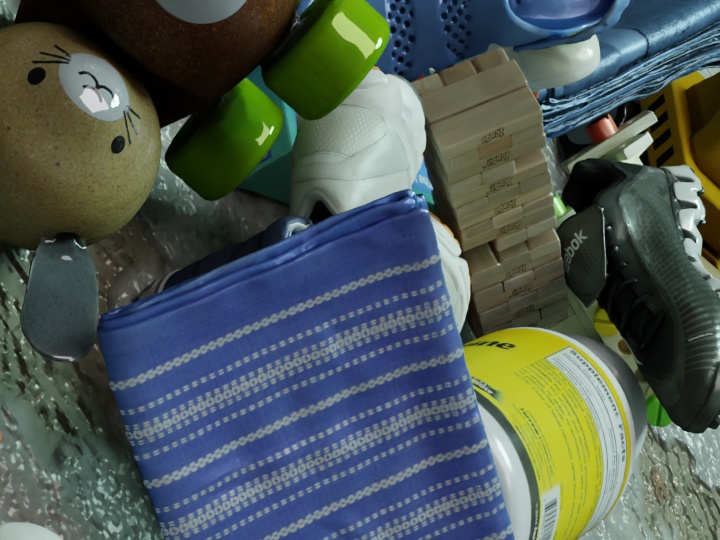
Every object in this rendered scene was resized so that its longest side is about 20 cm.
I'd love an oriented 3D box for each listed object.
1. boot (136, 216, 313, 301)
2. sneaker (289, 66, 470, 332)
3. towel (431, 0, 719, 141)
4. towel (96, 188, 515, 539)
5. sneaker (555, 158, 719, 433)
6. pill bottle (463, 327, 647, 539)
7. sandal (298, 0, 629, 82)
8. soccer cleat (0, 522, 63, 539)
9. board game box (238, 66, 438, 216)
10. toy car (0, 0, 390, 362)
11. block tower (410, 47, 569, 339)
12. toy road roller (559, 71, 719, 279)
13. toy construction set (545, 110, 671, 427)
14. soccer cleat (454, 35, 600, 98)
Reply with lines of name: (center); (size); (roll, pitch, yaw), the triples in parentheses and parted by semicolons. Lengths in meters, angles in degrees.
boot: (-0.024, 0.081, 0.769); (0.073, 0.090, 0.201); (-19, 83, -59)
sneaker: (0.000, 0.000, 0.855); (0.201, 0.075, 0.092); (69, 31, -48)
towel: (0.138, -0.127, 1.106); (0.199, 0.111, 0.049); (-27, 116, -34)
towel: (-0.012, 0.081, 0.716); (0.144, 0.024, 0.201); (-23, 111, -17)
sneaker: (0.146, 0.007, 0.955); (0.090, 0.067, 0.201); (14, 39, -14)
pill bottle: (0.067, 0.090, 0.878); (0.200, 0.112, 0.113); (-16, 80, -59)
sandal: (0.055, -0.138, 0.898); (0.199, 0.087, 0.080); (-17, 103, -17)
soccer cleat: (-0.078, 0.176, 0.619); (0.070, 0.086, 0.201); (3, 64, -55)
board game box: (-0.022, -0.125, 0.974); (0.152, 0.045, 0.201); (17, 53, -50)
toy car: (-0.112, -0.067, 0.713); (0.164, 0.158, 0.201); (40, 48, -15)
block tower: (0.070, -0.032, 0.931); (0.200, 0.057, 0.054); (75, -8, -56)
toy road roller: (0.227, -0.052, 1.195); (0.123, 0.145, 0.201); (33, 42, -39)
toy construction set: (0.169, 0.006, 1.075); (0.201, 0.131, 0.092); (63, 18, 6)
soccer cleat: (0.067, -0.159, 1.030); (0.200, 0.069, 0.078); (42, -30, 52)
